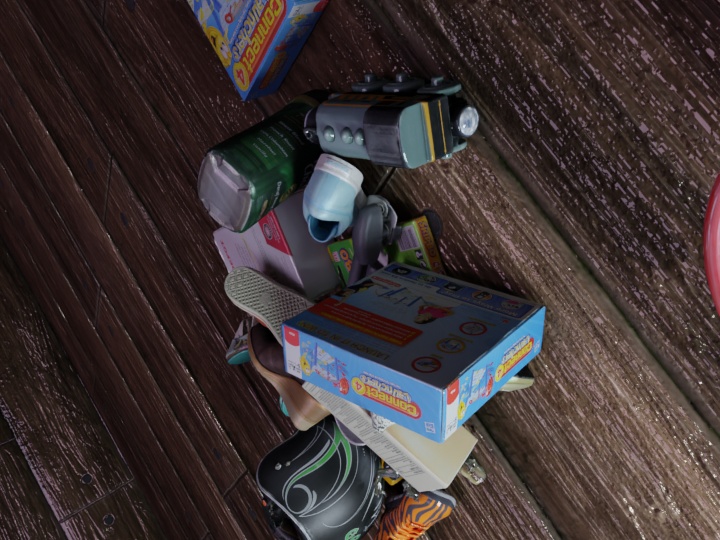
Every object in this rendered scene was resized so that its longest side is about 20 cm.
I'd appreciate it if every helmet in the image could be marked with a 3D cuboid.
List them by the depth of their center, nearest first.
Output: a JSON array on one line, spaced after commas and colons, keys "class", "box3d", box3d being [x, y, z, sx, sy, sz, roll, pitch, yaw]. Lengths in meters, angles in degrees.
[{"class": "helmet", "box3d": [-0.056, 0.326, 1.094, 0.199, 0.190, 0.202, 33, 144, 28]}]

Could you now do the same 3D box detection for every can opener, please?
[{"class": "can opener", "box3d": [0.000, 0.000, 0.871, 0.053, 0.066, 0.202, 40, 133, 32]}]

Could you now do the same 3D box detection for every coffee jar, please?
[{"class": "coffee jar", "box3d": [-0.096, -0.135, 0.844, 0.085, 0.200, 0.105, 41, 142, 8]}]

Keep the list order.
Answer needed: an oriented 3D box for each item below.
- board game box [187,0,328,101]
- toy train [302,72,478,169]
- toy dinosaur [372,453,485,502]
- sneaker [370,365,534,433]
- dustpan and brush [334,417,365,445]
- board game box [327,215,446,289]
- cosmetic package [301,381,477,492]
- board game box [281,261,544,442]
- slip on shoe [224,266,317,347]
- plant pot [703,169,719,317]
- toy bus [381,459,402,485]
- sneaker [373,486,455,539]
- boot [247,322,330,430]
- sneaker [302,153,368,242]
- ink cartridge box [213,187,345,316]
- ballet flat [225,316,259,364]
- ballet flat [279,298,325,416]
[{"class": "board game box", "box3d": [-0.142, -0.355, 0.892, 0.198, 0.055, 0.200, 60, 146, 7]}, {"class": "toy train", "box3d": [0.026, -0.155, 0.740, 0.199, 0.113, 0.087, 19, 126, 47]}, {"class": "toy dinosaur", "box3d": [0.060, 0.252, 0.920, 0.047, 0.197, 0.089, -116, 47, -76]}, {"class": "sneaker", "box3d": [0.093, 0.135, 0.782, 0.077, 0.196, 0.090, -107, 15, -65]}, {"class": "dustpan and brush", "box3d": [-0.031, 0.173, 1.068, 0.200, 0.056, 0.142, -174, 83, -83]}, {"class": "board game box", "box3d": [0.030, -0.005, 0.910, 0.199, 0.030, 0.097, -12, 101, 53]}, {"class": "cosmetic package", "box3d": [0.031, 0.169, 0.845, 0.200, 0.071, 0.105, 42, 156, 1]}, {"class": "board game box", "box3d": [0.056, 0.070, 0.730, 0.198, 0.195, 0.057, 18, 121, 36]}, {"class": "slip on shoe", "box3d": [-0.100, 0.063, 0.963, 0.199, 0.075, 0.061, 33, 172, 23]}, {"class": "plant pot", "box3d": [0.313, -0.030, 0.368, 0.199, 0.181, 0.203, 31, 135, 38]}, {"class": "toy bus", "box3d": [0.053, 0.201, 0.976, 0.078, 0.065, 0.202, 36, 137, 35]}, {"class": "sneaker", "box3d": [0.072, 0.376, 1.009, 0.077, 0.113, 0.201, 25, 148, -2]}, {"class": "boot", "box3d": [-0.070, 0.105, 1.011, 0.167, 0.072, 0.201, -50, 53, 15]}, {"class": "sneaker", "box3d": [-0.038, -0.072, 0.839, 0.073, 0.083, 0.200, 27, 173, 9]}, {"class": "ink cartridge box", "box3d": [-0.122, -0.024, 1.052, 0.199, 0.085, 0.150, -13, 101, 56]}, {"class": "ballet flat", "box3d": [-0.184, 0.115, 1.255, 0.199, 0.068, 0.072, -27, 71, 52]}, {"class": "ballet flat", "box3d": [-0.086, 0.129, 1.106, 0.071, 0.066, 0.203, -96, 21, -74]}]
